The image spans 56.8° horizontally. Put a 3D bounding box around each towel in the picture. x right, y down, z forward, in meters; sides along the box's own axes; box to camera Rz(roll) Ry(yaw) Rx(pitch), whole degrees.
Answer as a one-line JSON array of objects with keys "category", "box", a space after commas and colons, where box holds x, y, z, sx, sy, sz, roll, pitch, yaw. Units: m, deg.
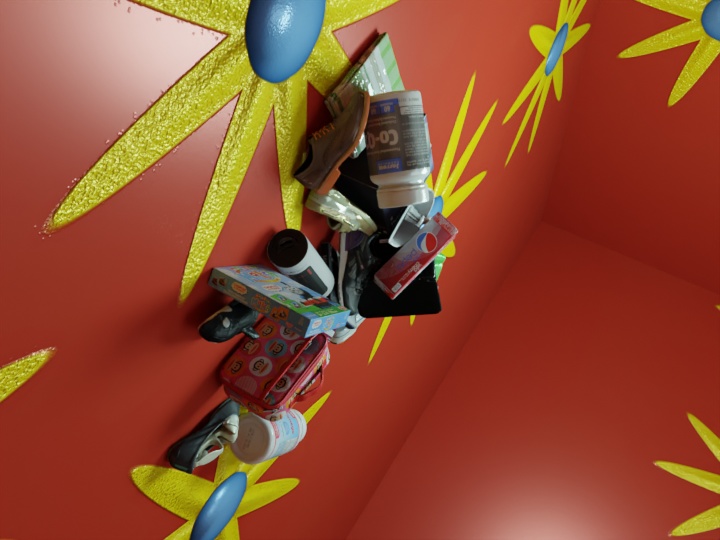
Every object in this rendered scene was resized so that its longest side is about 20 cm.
[{"category": "towel", "box": [0.012, -0.331, 1.262, 0.200, 0.031, 0.149, -57, 147, -25]}]

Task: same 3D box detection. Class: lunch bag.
[{"category": "lunch bag", "box": [-0.154, 0.190, 1.291, 0.200, 0.176, 0.082, -51, 156, -32]}]

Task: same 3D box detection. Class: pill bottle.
[{"category": "pill bottle", "box": [-0.199, 0.361, 1.483, 0.109, 0.109, 0.200, -65, 160, 4]}, {"category": "pill bottle", "box": [0.067, -0.220, 1.217, 0.114, 0.113, 0.201, -22, 105, -61]}]

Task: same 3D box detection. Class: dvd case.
[{"category": "dvd case", "box": [-0.048, 0.039, 1.485, 0.200, 0.025, 0.151, 50, 35, -68]}]

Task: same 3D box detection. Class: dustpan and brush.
[{"category": "dustpan and brush", "box": [0.127, -0.113, 1.440, 0.140, 0.057, 0.200, -60, 176, 12]}]

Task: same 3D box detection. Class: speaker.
[{"category": "speaker", "box": [-0.113, -0.009, 1.298, 0.081, 0.081, 0.200, -59, 160, -12]}]

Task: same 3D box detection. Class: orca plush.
[{"category": "orca plush", "box": [-0.211, 0.102, 1.169, 0.105, 0.071, 0.200, -44, 174, 1]}]

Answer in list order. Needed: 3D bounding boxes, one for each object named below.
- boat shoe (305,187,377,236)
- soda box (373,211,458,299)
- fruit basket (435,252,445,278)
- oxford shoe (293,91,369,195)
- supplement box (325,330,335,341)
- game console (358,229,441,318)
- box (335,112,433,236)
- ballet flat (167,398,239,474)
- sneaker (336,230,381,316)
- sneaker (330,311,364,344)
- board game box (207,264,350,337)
[{"category": "boat shoe", "box": [-0.041, -0.112, 1.334, 0.066, 0.074, 0.200, -54, 136, 2]}, {"category": "soda box", "box": [0.119, -0.031, 1.433, 0.200, 0.063, 0.070, -44, 172, -8]}, {"category": "fruit basket", "box": [0.080, -0.047, 1.620, 0.215, 0.215, 0.156, -16, 128, -63]}, {"category": "oxford shoe", "box": [-0.049, -0.231, 1.171, 0.200, 0.073, 0.071, -60, -156, 15]}, {"category": "supplement box", "box": [-0.140, 0.174, 1.436, 0.200, 0.085, 0.110, -62, 160, -8]}, {"category": "game console", "box": [0.081, 0.009, 1.549, 0.116, 0.199, 0.177, 50, 37, -68]}, {"category": "box", "box": [0.052, -0.214, 1.396, 0.200, 0.123, 0.199, -58, 157, -16]}, {"category": "ballet flat", "box": [-0.283, 0.324, 1.292, 0.200, 0.073, 0.073, -38, 148, -50]}, {"category": "sneaker", "box": [0.000, 0.000, 1.427, 0.076, 0.087, 0.201, -15, 107, -75]}, {"category": "sneaker", "box": [-0.018, 0.111, 1.700, 0.200, 0.073, 0.071, -38, 158, -33]}, {"category": "board game box", "box": [-0.136, 0.047, 1.134, 0.151, 0.200, 0.037, -8, 120, -66]}]
